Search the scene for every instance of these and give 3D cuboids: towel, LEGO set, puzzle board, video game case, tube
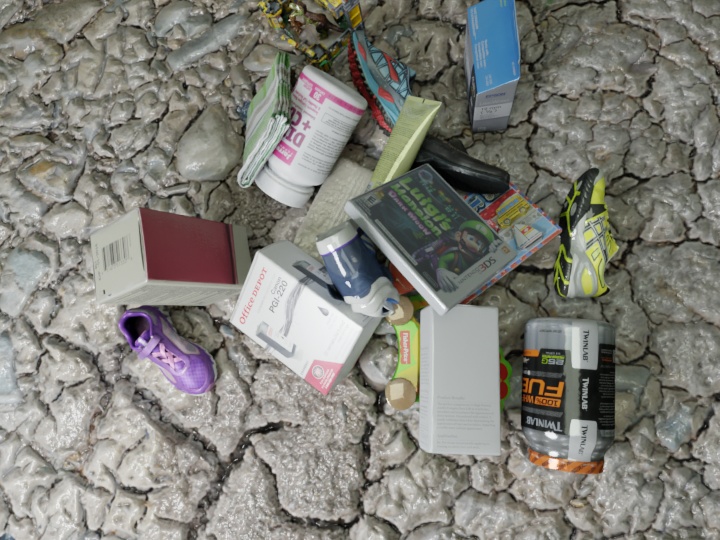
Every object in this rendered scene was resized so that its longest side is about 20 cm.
[{"bbox_3d":[-0.023,-0.083,0.852,0.132,0.034,0.200,26,84,11],"label":"towel"},{"bbox_3d":[-0.089,-0.462,0.885,0.154,0.116,0.200,-34,77,2],"label":"LEGO set"},{"bbox_3d":[0.186,-0.052,0.798,0.200,0.017,0.151,-38,58,1],"label":"puzzle board"},{"bbox_3d":[-0.158,-0.246,0.816,0.149,0.031,0.200,-45,38,37],"label":"towel"},{"bbox_3d":[0.104,-0.055,0.719,0.182,0.023,0.200,-31,72,-37],"label":"video game case"},{"bbox_3d":[0.059,-0.174,0.792,0.058,0.052,0.200,24,97,5],"label":"tube"}]

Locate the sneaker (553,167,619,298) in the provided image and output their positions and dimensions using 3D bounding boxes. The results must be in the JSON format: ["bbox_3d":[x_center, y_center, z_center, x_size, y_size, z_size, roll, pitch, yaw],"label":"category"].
[{"bbox_3d":[0.349,-0.055,0.775,0.076,0.075,0.201,9,92,3],"label":"sneaker"}]

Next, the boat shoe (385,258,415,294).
[{"bbox_3d":[0.074,-0.053,0.797,0.071,0.063,0.200,23,51,-23],"label":"boat shoe"}]

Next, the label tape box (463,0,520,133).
[{"bbox_3d":[0.196,-0.320,0.774,0.066,0.200,0.144,-5,79,10],"label":"label tape box"}]

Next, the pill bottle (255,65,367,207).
[{"bbox_3d":[-0.084,-0.209,0.816,0.113,0.113,0.200,37,111,13],"label":"pill bottle"}]

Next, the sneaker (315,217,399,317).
[{"bbox_3d":[0.000,0.000,0.742,0.080,0.200,0.147,-28,99,8],"label":"sneaker"}]

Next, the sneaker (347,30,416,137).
[{"bbox_3d":[0.045,-0.327,0.874,0.095,0.079,0.200,-25,83,-10],"label":"sneaker"}]

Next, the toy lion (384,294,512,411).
[{"bbox_3d":[0.132,0.137,0.779,0.191,0.069,0.201,-2,79,1],"label":"toy lion"}]

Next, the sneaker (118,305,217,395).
[{"bbox_3d":[-0.324,0.130,0.834,0.200,0.088,0.081,42,87,12],"label":"sneaker"}]

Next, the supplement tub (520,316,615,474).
[{"bbox_3d":[0.290,0.170,0.712,0.122,0.123,0.201,3,80,9],"label":"supplement tub"}]

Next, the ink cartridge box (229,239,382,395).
[{"bbox_3d":[-0.085,0.068,0.781,0.200,0.085,0.146,35,118,15],"label":"ink cartridge box"}]

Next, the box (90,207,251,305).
[{"bbox_3d":[-0.282,-0.013,0.780,0.128,0.200,0.109,-19,76,31],"label":"box"}]

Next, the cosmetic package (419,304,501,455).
[{"bbox_3d":[0.138,0.151,0.715,0.101,0.074,0.201,4,77,-5],"label":"cosmetic package"}]

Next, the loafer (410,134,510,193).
[{"bbox_3d":[0.148,-0.180,0.816,0.200,0.073,0.072,22,78,19],"label":"loafer"}]

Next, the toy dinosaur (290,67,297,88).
[{"bbox_3d":[-0.109,-0.279,0.879,0.200,0.077,0.102,-36,63,-3],"label":"toy dinosaur"}]
